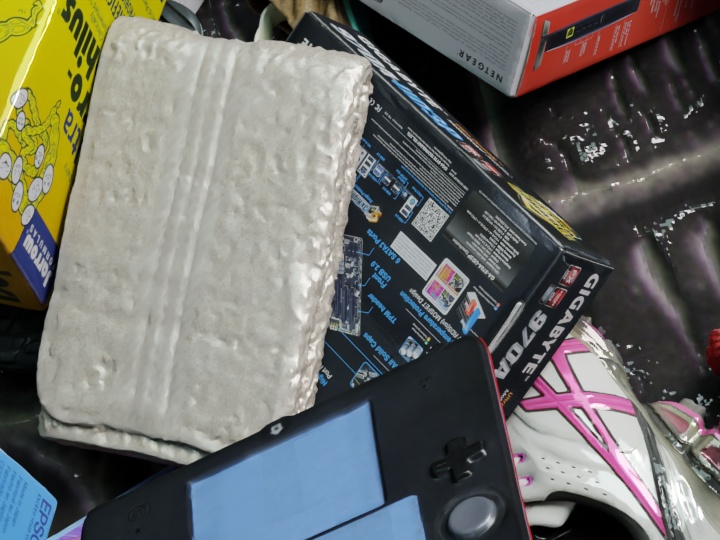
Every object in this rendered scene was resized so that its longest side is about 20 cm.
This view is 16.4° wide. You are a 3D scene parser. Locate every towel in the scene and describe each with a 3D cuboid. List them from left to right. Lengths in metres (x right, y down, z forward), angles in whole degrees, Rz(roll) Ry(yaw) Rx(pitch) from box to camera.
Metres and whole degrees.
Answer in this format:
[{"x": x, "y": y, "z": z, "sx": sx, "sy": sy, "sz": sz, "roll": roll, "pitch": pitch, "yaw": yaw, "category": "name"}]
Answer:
[{"x": -0.071, "y": -0.009, "z": 1.128, "sx": 0.132, "sy": 0.034, "sz": 0.202, "roll": 10, "pitch": 85, "yaw": 18, "category": "towel"}]

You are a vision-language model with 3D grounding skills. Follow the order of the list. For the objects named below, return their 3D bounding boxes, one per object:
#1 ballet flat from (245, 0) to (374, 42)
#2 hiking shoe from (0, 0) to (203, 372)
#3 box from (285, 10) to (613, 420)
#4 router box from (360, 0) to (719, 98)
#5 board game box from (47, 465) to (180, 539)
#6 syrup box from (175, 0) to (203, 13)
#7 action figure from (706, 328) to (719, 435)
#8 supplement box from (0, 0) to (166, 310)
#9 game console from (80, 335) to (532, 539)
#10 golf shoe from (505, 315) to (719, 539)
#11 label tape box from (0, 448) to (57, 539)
[{"x": -0.016, "y": -0.092, "z": 1.276, "sx": 0.072, "sy": 0.068, "sz": 0.201, "roll": -29, "pitch": 51, "yaw": 7, "category": "ballet flat"}, {"x": -0.120, "y": -0.032, "z": 1.222, "sx": 0.074, "sy": 0.087, "sz": 0.201, "roll": 19, "pitch": 72, "yaw": 22, "category": "hiking shoe"}, {"x": 0.000, "y": 0.000, "z": 1.143, "sx": 0.200, "sy": 0.046, "sz": 0.159, "roll": 44, "pitch": 107, "yaw": 35, "category": "box"}, {"x": 0.067, "y": -0.179, "z": 1.302, "sx": 0.200, "sy": 0.049, "sz": 0.179, "roll": 35, "pitch": 40, "yaw": 29, "category": "router box"}, {"x": -0.098, "y": 0.159, "z": 1.087, "sx": 0.199, "sy": 0.039, "sz": 0.158, "roll": -31, "pitch": 54, "yaw": -18, "category": "board game box"}, {"x": -0.159, "y": -0.118, "z": 1.293, "sx": 0.078, "sy": 0.082, "sz": 0.201, "roll": 19, "pitch": 55, "yaw": 17, "category": "syrup box"}, {"x": 0.185, "y": 0.043, "z": 1.097, "sx": 0.065, "sy": 0.052, "sz": 0.200, "roll": -3, "pitch": 11, "yaw": 8, "category": "action figure"}, {"x": -0.174, "y": -0.101, "z": 1.153, "sx": 0.109, "sy": 0.109, "sz": 0.201, "roll": 12, "pitch": 67, "yaw": 17, "category": "supplement box"}, {"x": -0.025, "y": 0.120, "z": 1.012, "sx": 0.199, "sy": 0.031, "sz": 0.177, "roll": -25, "pitch": 39, "yaw": 11, "category": "game console"}, {"x": 0.088, "y": 0.074, "z": 1.119, "sx": 0.092, "sy": 0.073, "sz": 0.200, "roll": -39, "pitch": 58, "yaw": -22, "category": "golf shoe"}, {"x": -0.238, "y": 0.160, "z": 1.072, "sx": 0.199, "sy": 0.066, "sz": 0.144, "roll": -18, "pitch": 43, "yaw": 33, "category": "label tape box"}]
